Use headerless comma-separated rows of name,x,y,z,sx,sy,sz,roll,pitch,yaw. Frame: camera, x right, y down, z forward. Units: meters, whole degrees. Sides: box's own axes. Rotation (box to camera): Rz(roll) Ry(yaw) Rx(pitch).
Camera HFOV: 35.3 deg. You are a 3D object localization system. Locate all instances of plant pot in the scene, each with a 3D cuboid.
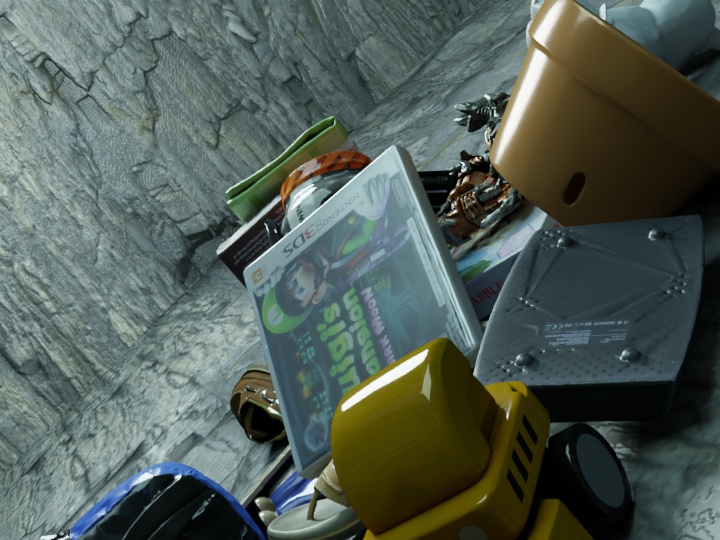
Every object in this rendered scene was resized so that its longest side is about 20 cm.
plant pot,0.195,-0.108,0.895,0.141,0.199,0.200,-56,7,17

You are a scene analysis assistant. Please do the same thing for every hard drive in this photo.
hard drive,0.154,0.030,0.730,0.133,0.043,0.201,-5,28,24

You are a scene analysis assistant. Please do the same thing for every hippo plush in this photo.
hippo plush,0.277,-0.253,1.168,0.160,0.160,0.200,-33,-10,-15

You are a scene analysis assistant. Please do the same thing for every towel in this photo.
towel,-0.059,-0.086,1.236,0.149,0.031,0.200,-38,-23,0

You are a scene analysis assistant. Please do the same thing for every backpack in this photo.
backpack,-0.171,0.245,0.871,0.200,0.163,0.168,-45,8,-10

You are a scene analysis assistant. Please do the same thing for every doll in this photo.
doll,-0.005,0.143,0.964,0.200,0.049,0.136,-44,12,-3

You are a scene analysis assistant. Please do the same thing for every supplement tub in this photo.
supplement tub,0.000,0.000,1.035,0.121,0.202,0.123,-18,-25,-8

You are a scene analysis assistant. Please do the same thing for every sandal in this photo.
sandal,0.004,0.155,0.816,0.080,0.055,0.199,-20,-7,-46

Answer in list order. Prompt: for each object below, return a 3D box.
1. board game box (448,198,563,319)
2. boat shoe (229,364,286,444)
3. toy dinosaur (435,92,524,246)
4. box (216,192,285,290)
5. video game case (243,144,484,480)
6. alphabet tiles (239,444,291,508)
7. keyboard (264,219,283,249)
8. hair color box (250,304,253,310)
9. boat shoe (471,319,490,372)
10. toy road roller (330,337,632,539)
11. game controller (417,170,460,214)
board game box,0.134,-0.022,1.110,0.199,0.041,0.201,-34,15,38
boat shoe,-0.104,0.146,1.213,0.068,0.072,0.199,-43,8,-29
toy dinosaur,0.151,-0.102,1.083,0.197,0.103,0.136,-20,32,12
box,-0.044,0.020,1.160,0.100,0.201,0.075,-39,9,7
video game case,-0.005,0.030,0.877,0.181,0.023,0.202,-38,51,24
alphabet tiles,-0.104,0.211,1.049,0.200,0.008,0.167,-48,-2,-24
keyboard,-0.056,0.060,1.042,0.020,0.202,0.128,-13,41,-4
hair color box,-0.023,0.030,1.280,0.199,0.111,0.064,-29,16,46
boat shoe,0.075,0.093,0.847,0.198,0.075,0.075,-21,57,35
toy road roller,0.044,0.132,0.588,0.122,0.146,0.201,-35,13,33
game controller,0.074,-0.082,1.236,0.105,0.197,0.043,94,173,-63
